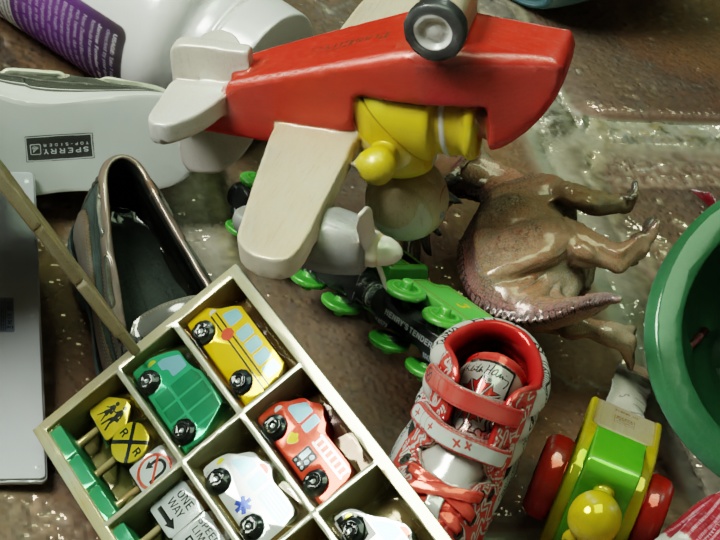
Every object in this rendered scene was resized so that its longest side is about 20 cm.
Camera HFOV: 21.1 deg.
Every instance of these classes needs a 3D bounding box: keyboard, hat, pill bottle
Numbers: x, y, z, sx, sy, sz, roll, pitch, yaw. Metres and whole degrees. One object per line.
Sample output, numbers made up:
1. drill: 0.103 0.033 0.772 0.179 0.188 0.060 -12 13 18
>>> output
1. keyboard: -0.186 0.023 0.955 0.056 0.011 0.201 5 47 -17
2. hat: 0.224 0.049 1.084 0.165 0.176 0.200 38 72 3
3. pill bottle: -0.129 -0.161 1.136 0.199 0.112 0.111 34 41 20

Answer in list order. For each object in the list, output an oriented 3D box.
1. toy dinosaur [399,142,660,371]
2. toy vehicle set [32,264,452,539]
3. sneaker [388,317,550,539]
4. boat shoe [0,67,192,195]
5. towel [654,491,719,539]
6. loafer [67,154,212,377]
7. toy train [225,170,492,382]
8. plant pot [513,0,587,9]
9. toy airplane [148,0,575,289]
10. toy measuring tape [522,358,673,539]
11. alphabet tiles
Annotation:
1. toy dinosaur: 0.080 -0.010 1.032 0.134 0.087 0.201 7 27 -10
2. toy vehicle set: -0.049 0.104 0.854 0.124 0.027 0.200 -40 55 -1
3. sneaker: 0.030 0.103 0.875 0.067 0.109 0.202 23 39 10
4. boat shoe: -0.185 -0.074 1.054 0.198 0.071 0.064 3 15 -9
5. towel: 0.174 0.145 0.840 0.143 0.023 0.199 11 24 42
6. loafer: -0.100 0.023 0.962 0.071 0.063 0.201 -9 45 -26
7. toy train: 0.000 0.000 1.022 0.056 0.042 0.200 0 27 -42
8. plant pot: 0.134 -0.258 1.310 0.199 0.200 0.135 34 77 21
9. toy airplane: -0.006 -0.073 0.987 0.199 0.142 0.199 -34 30 -15
10. toy measuring tape: 0.121 0.102 0.965 0.073 0.074 0.200 21 16 6
11. alphabet tiles: -0.168 -0.045 0.899 0.006 0.167 0.200 -37 34 -6
